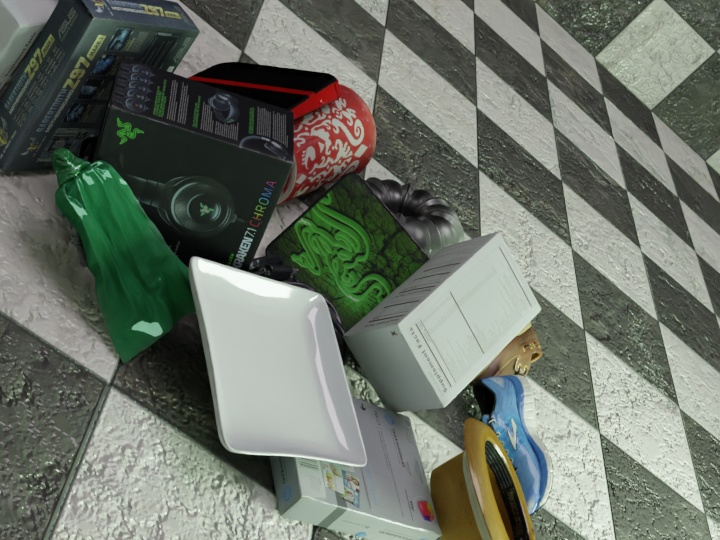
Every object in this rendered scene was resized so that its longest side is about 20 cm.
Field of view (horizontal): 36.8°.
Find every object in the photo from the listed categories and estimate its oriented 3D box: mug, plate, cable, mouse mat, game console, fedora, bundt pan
[{"bbox_3d":[-0.098,-0.160,1.430,0.200,0.175,0.136,-36,120,-57],"label":"mug"},{"bbox_3d":[-0.087,0.098,1.072,0.198,0.032,0.202,18,48,-47],"label":"plate"},{"bbox_3d":[-0.092,0.058,1.204,0.164,0.051,0.199,53,23,10],"label":"cable"},{"bbox_3d":[0.000,0.000,1.328,0.200,0.161,0.008,48,-15,-1],"label":"mouse mat"},{"bbox_3d":[-0.140,-0.224,1.379,0.197,0.032,0.177,11,30,24],"label":"game console"},{"bbox_3d":[0.131,0.267,1.195,0.202,0.081,0.202,58,20,-35],"label":"fedora"},{"bbox_3d":[0.049,-0.060,1.435,0.198,0.077,0.203,14,26,-7],"label":"bundt pan"}]

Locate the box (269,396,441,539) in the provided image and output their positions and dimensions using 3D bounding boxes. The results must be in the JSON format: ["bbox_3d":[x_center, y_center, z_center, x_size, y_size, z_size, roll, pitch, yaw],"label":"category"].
[{"bbox_3d":[-0.011,0.203,1.148,0.198,0.041,0.158,23,37,-36],"label":"box"}]

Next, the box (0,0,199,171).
[{"bbox_3d":[-0.274,-0.189,1.103,0.051,0.201,0.157,48,28,16],"label":"box"}]

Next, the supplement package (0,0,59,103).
[{"bbox_3d":[-0.365,-0.262,1.122,0.152,0.150,0.200,50,28,5],"label":"supplement package"}]

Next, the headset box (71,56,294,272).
[{"bbox_3d":[-0.186,-0.097,1.097,0.197,0.175,0.094,16,38,-17],"label":"headset box"}]

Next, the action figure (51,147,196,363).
[{"bbox_3d":[-0.236,-0.029,1.037,0.118,0.054,0.202,-40,113,-32],"label":"action figure"}]

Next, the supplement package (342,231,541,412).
[{"bbox_3d":[0.096,0.060,1.261,0.199,0.109,0.115,-38,103,-35],"label":"supplement package"}]

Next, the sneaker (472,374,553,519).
[{"bbox_3d":[0.182,0.224,1.369,0.088,0.079,0.203,7,49,-21],"label":"sneaker"}]

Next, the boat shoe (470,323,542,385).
[{"bbox_3d":[0.209,0.124,1.513,0.068,0.072,0.199,52,30,5],"label":"boat shoe"}]
